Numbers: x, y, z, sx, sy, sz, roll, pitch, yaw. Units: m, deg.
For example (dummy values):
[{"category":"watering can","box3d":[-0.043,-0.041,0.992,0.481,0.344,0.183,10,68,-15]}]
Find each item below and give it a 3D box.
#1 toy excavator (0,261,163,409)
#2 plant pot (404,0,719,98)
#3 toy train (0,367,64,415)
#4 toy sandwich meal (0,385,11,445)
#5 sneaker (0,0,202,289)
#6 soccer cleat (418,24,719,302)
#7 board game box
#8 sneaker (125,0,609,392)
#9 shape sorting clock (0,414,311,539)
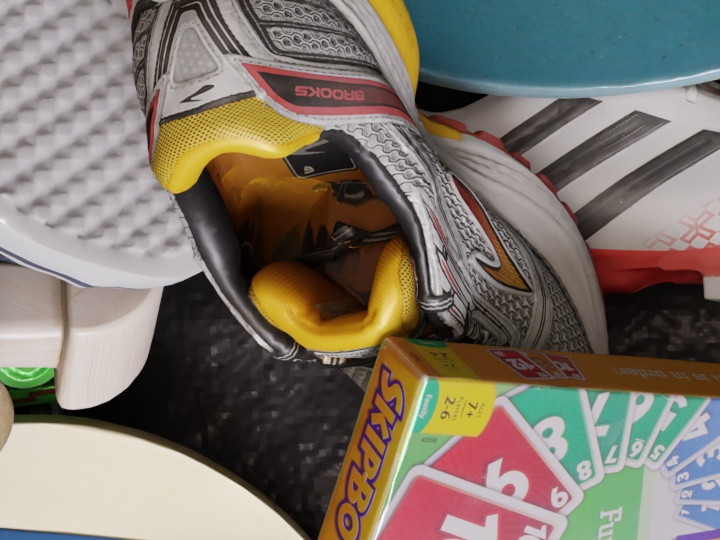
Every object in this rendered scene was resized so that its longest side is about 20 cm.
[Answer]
[{"category":"toy excavator","box3d":[-0.175,-0.022,0.760,0.194,0.100,0.200,-21,61,-27]},{"category":"plant pot","box3d":[0.060,-0.175,0.715,0.199,0.200,0.188,-14,63,10]},{"category":"toy train","box3d":[-0.172,0.038,0.791,0.199,0.042,0.057,-6,120,-12]},{"category":"toy sandwich meal","box3d":[-0.177,0.022,0.679,0.205,0.205,0.070,-12,69,10]},{"category":"sneaker","box3d":[-0.124,-0.053,0.706,0.200,0.079,0.079,30,63,-30]},{"category":"soccer cleat","box3d":[0.086,-0.030,0.785,0.199,0.069,0.085,-3,83,10]},{"category":"board game box","box3d":[0.080,0.069,0.714,0.030,0.200,0.096,43,121,50]},{"category":"sneaker","box3d":[0.000,0.000,0.702,0.078,0.200,0.082,-19,47,23]},{"category":"shape sorting clock","box3d":[-0.093,0.134,0.813,0.199,0.039,0.201,-1,113,-3]}]
